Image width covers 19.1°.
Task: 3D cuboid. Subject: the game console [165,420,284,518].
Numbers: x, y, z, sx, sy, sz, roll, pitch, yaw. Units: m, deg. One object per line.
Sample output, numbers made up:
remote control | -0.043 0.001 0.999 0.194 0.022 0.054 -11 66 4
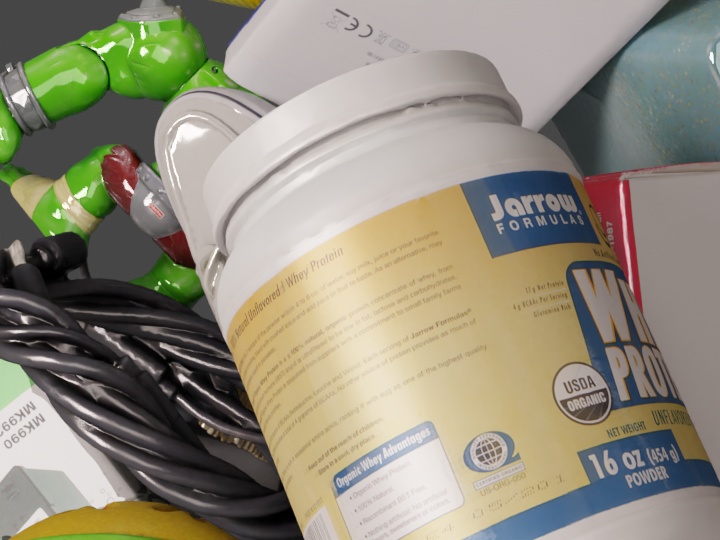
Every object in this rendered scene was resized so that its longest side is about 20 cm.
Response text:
game console | -0.148 0.146 1.022 0.198 0.031 0.179 14 89 -1

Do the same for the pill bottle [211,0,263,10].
pill bottle | -0.028 -0.166 0.962 0.198 0.104 0.105 15 89 22

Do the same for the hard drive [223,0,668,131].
hard drive | 0.048 -0.119 0.883 0.131 0.200 0.026 25 45 -20

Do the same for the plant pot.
plant pot | 0.208 -0.065 0.944 0.195 0.200 0.198 -29 89 0

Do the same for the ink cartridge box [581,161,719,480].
ink cartridge box | 0.075 0.038 0.903 0.084 0.199 0.146 -7 90 -39

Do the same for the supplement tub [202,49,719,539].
supplement tub | 0.033 0.039 0.772 0.144 0.145 0.201 -23 73 -1

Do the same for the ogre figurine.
ogre figurine | -0.083 -0.038 0.993 0.120 0.098 0.200 -44 83 7

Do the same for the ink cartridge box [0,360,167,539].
ink cartridge box | -0.159 0.134 0.969 0.146 0.084 0.200 -39 88 -3

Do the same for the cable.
cable | -0.081 0.046 0.878 0.200 0.163 0.051 39 97 19

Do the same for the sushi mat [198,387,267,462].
sushi mat | 0.000 0.000 0.999 0.012 0.095 0.201 27 88 40

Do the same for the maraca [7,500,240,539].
maraca | -0.113 0.150 0.870 0.198 0.108 0.138 3 134 6

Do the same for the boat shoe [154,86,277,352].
boat shoe | -0.034 0.006 0.887 0.072 0.066 0.201 -35 74 24
